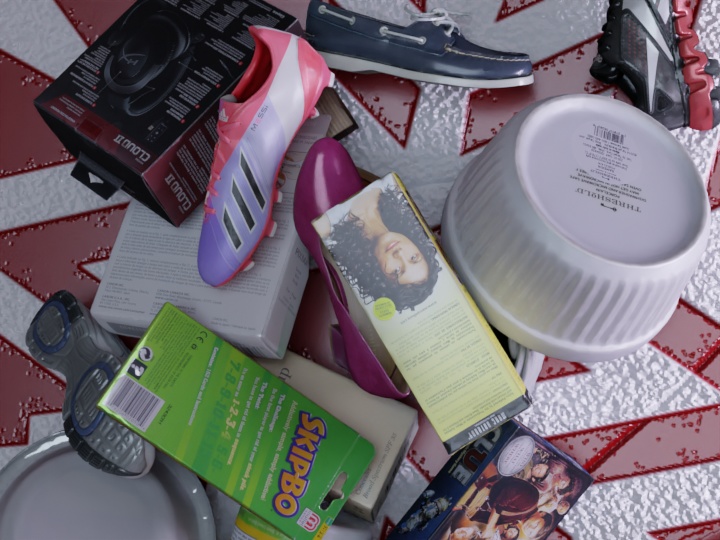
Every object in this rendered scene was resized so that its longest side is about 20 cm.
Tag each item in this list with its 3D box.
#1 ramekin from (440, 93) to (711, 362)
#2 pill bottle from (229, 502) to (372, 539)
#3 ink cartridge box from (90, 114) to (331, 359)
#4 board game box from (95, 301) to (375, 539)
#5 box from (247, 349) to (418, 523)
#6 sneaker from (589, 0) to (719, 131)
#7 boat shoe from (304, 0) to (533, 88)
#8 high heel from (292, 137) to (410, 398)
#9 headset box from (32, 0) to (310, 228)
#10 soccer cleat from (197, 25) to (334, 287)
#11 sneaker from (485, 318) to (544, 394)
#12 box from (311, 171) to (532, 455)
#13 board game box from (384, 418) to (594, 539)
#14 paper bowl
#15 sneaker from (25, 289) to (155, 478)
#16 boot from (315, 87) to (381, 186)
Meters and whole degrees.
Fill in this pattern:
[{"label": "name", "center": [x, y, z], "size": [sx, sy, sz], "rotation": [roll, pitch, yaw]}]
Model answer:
[{"label": "ramekin", "center": [0.170, -0.041, 1.131], "size": [0.199, 0.105, 0.201], "rotation": [9, 55, -13]}, {"label": "pill bottle", "center": [-0.071, 0.287, 1.197], "size": [0.110, 0.111, 0.201], "rotation": [19, 90, 9]}, {"label": "ink cartridge box", "center": [-0.113, -0.035, 1.205], "size": [0.160, 0.050, 0.201], "rotation": [7, 65, 23]}, {"label": "board game box", "center": [-0.093, 0.120, 1.129], "size": [0.200, 0.030, 0.096], "rotation": [35, 78, -4]}, {"label": "box", "center": [-0.060, 0.120, 1.213], "size": [0.199, 0.078, 0.095], "rotation": [23, 76, 9]}, {"label": "sneaker", "center": [0.225, -0.202, 1.199], "size": [0.097, 0.071, 0.202], "rotation": [-15, 86, 5]}, {"label": "boat shoe", "center": [0.048, -0.188, 1.228], "size": [0.199, 0.075, 0.062], "rotation": [10, 100, 18]}, {"label": "high heel", "center": [0.000, 0.000, 1.139], "size": [0.067, 0.096, 0.201], "rotation": [-12, 109, -27]}, {"label": "headset box", "center": [-0.153, -0.140, 1.199], "size": [0.149, 0.077, 0.200], "rotation": [32, 73, 34]}, {"label": "soccer cleat", "center": [-0.090, -0.088, 1.130], "size": [0.076, 0.067, 0.201], "rotation": [25, 88, -33]}, {"label": "sneaker", "center": [0.129, 0.024, 1.180], "size": [0.073, 0.116, 0.201], "rotation": [12, 87, 11]}, {"label": "box", "center": [0.046, 0.031, 1.093], "size": [0.075, 0.050, 0.201], "rotation": [-32, 89, 7]}, {"label": "board game box", "center": [0.084, 0.213, 1.168], "size": [0.200, 0.135, 0.035], "rotation": [-52, 48, 3]}, {"label": "paper bowl", "center": [-0.215, 0.224, 1.194], "size": [0.199, 0.104, 0.202], "rotation": [2, 68, -4]}, {"label": "sneaker", "center": [-0.201, 0.094, 1.204], "size": [0.075, 0.087, 0.200], "rotation": [-45, 45, 12]}, {"label": "boot", "center": [-0.044, -0.040, 1.230], "size": [0.155, 0.077, 0.201], "rotation": [-33, 85, 8]}]
